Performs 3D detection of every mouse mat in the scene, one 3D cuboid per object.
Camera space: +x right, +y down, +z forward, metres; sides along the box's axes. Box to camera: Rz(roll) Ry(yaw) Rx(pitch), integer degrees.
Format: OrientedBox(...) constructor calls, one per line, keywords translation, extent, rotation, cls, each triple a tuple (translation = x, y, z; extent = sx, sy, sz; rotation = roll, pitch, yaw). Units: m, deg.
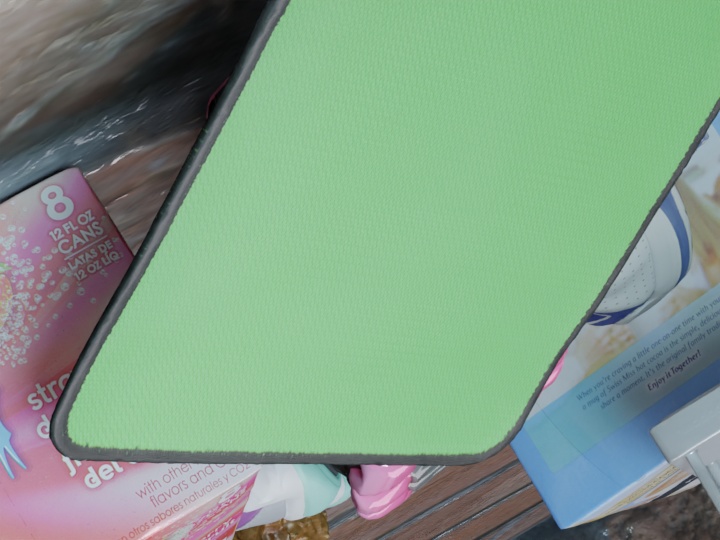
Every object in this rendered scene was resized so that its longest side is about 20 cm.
OrientedBox(translation=(0.026, -0.033, 0.657), extent=(0.160, 0.008, 0.201), rotation=(5, 124, -45), cls="mouse mat")

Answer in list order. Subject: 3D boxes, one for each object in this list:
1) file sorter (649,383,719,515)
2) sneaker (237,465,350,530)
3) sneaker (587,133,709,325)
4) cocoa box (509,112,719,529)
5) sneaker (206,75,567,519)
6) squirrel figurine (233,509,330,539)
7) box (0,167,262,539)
OrientedBox(translation=(0.205, 0.079, 0.979), extent=(0.138, 0.125, 0.200), rotation=(-33, 164, 9), cls="file sorter")
OrientedBox(translation=(-0.091, 0.077, 0.981), extent=(0.140, 0.078, 0.200), rotation=(-34, 161, 15), cls="sneaker")
OrientedBox(translation=(0.041, -0.024, 0.899), extent=(0.115, 0.081, 0.200), rotation=(-28, 163, -4), cls="sneaker")
OrientedBox(translation=(0.139, -0.015, 1.058), extent=(0.200, 0.134, 0.131), rotation=(-37, 167, 25), cls="cocoa box")
OrientedBox(translation=(0.000, 0.000, 0.782), extent=(0.079, 0.095, 0.200), rotation=(-38, 159, -12), cls="sneaker")
OrientedBox(translation=(-0.110, 0.150, 1.188), extent=(0.186, 0.142, 0.200), rotation=(-12, 146, -37), cls="squirrel figurine")
OrientedBox(translation=(-0.135, 0.072, 0.722), extent=(0.199, 0.095, 0.103), rotation=(-31, 170, -14), cls="box")
